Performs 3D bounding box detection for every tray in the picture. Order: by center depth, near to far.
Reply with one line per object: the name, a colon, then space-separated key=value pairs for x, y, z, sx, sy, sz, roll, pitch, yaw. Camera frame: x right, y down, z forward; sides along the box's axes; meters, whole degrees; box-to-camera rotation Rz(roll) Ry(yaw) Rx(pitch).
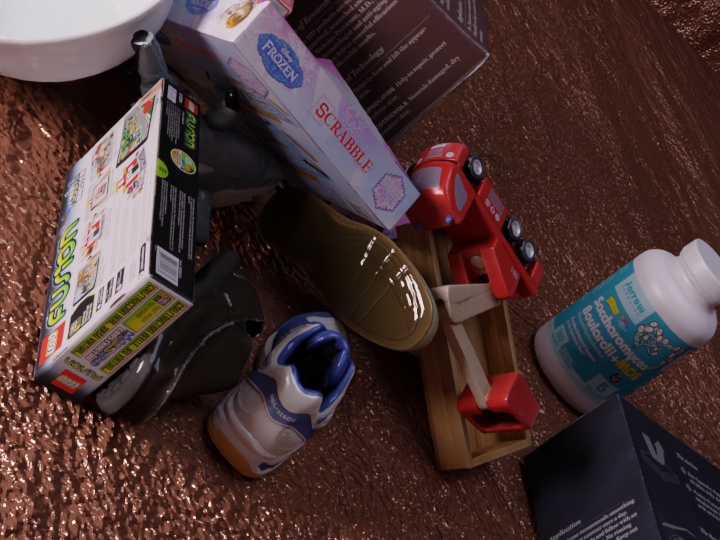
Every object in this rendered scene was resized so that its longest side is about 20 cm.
tray: x=0.086 y=0.057 z=1.064 sx=0.098 sy=0.037 sz=0.201 roll=-7 pitch=86 yaw=-52

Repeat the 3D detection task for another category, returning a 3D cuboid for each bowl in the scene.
bowl: x=-0.216 y=-0.197 z=0.898 sx=0.200 sy=0.091 sz=0.202 roll=2 pitch=52 yaw=-3

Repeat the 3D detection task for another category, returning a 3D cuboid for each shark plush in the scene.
shark plush: x=-0.122 y=-0.112 z=0.928 sx=0.200 sy=0.083 sz=0.091 roll=64 pitch=4 yaw=-46

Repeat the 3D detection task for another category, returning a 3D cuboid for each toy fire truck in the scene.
toy fire truck: x=0.089 y=0.015 z=1.008 sx=0.200 sy=0.049 sz=0.141 roll=54 pitch=44 yaw=-28

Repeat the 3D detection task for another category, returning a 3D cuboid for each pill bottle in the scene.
pill bottle: x=0.283 y=0.053 z=1.304 sx=0.111 sy=0.200 sz=0.111 roll=38 pitch=28 yaw=-24

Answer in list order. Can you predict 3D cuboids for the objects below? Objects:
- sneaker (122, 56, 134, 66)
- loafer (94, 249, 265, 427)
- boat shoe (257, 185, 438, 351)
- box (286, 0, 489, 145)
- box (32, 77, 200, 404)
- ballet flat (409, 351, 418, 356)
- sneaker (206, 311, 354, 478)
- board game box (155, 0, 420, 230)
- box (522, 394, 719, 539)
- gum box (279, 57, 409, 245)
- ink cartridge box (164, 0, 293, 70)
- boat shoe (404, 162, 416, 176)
sneaker: x=-0.226 y=-0.242 z=1.008 sx=0.200 sy=0.071 sz=0.083 roll=48 pitch=19 yaw=-14
loafer: x=-0.102 y=0.048 z=0.825 sx=0.071 sy=0.073 sz=0.200 roll=46 pitch=26 yaw=-6
boat shoe: x=0.000 y=0.000 z=1.009 sx=0.200 sy=0.074 sz=0.066 roll=44 pitch=8 yaw=38
box: x=0.007 y=-0.268 z=1.315 sx=0.200 sy=0.164 sz=0.166 roll=39 pitch=28 yaw=-22
box: x=-0.149 y=-0.025 z=0.803 sx=0.035 sy=0.110 sz=0.201 roll=35 pitch=31 yaw=-30
ballet flat: x=0.062 y=0.048 z=1.116 sx=0.200 sy=0.073 sz=0.073 roll=32 pitch=31 yaw=-45
sneaker: x=-0.031 y=0.072 z=0.897 sx=0.075 sy=0.088 sz=0.200 roll=46 pitch=24 yaw=-6
board game box: x=-0.071 y=-0.132 z=0.966 sx=0.200 sy=0.041 sz=0.200 roll=29 pitch=-16 yaw=51
box: x=0.258 y=0.248 z=1.102 sx=0.196 sy=0.117 sz=0.201 roll=35 pitch=31 yaw=-30
gum box: x=-0.023 y=-0.095 z=1.151 sx=0.200 sy=0.066 sz=0.113 roll=57 pitch=25 yaw=11
ink cartridge box: x=-0.114 y=-0.259 z=1.161 sx=0.067 sy=0.116 sz=0.200 roll=38 pitch=29 yaw=-23
boat shoe: x=0.073 y=-0.047 z=1.248 sx=0.071 sy=0.064 sz=0.201 roll=34 pitch=30 yaw=-31
